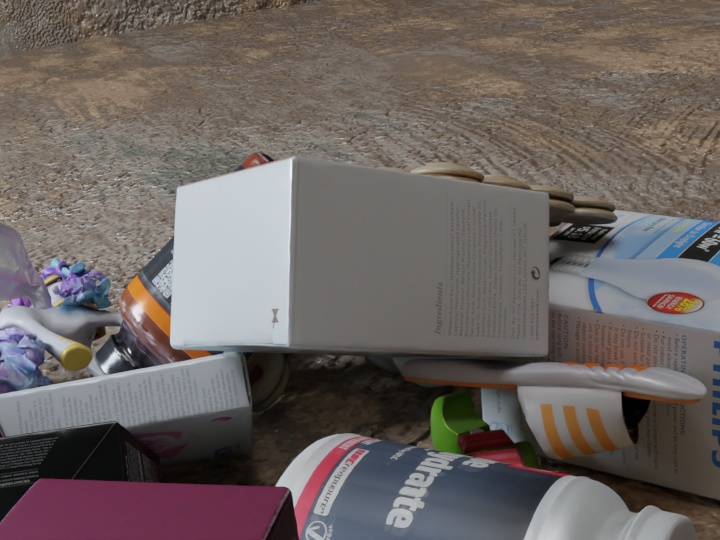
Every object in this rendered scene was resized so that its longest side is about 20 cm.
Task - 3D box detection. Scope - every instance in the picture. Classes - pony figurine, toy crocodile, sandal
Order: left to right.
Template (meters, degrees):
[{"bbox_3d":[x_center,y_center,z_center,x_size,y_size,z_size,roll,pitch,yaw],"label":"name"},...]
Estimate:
[{"bbox_3d":[-0.276,0.050,0.995,0.191,0.168,0.200,0,24,-34],"label":"pony figurine"},{"bbox_3d":[0.088,0.141,0.759,0.067,0.063,0.200,-8,22,-6],"label":"toy crocodile"},{"bbox_3d":[0.120,0.088,0.767,0.205,0.060,0.079,0,-3,34],"label":"sandal"}]

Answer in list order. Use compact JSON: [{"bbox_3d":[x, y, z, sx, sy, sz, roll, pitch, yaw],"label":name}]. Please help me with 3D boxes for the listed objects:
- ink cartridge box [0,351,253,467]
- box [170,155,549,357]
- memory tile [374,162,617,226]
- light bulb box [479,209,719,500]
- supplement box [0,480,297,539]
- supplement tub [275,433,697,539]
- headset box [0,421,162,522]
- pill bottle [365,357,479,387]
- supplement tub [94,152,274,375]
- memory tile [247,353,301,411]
[{"bbox_3d":[-0.170,0.108,0.800,0.197,0.044,0.197,-10,-15,-7],"label":"ink cartridge box"},{"bbox_3d":[0.000,0.000,0.771,0.198,0.108,0.152,5,-6,-35],"label":"box"},{"bbox_3d":[0.075,-0.052,0.873,0.198,0.017,0.152,8,-7,-43],"label":"memory tile"},{"bbox_3d":[0.217,0.050,0.872,0.198,0.126,0.198,9,25,34],"label":"light bulb box"},{"bbox_3d":[-0.075,0.189,0.464,0.109,0.202,0.086,0,24,15],"label":"supplement box"},{"bbox_3d":[0.056,0.165,0.599,0.198,0.142,0.140,6,24,28],"label":"supplement tub"},{"bbox_3d":[-0.193,0.146,0.698,0.147,0.076,0.200,-8,-14,-4],"label":"headset box"},{"bbox_3d":[0.025,0.017,1.018,0.113,0.116,0.200,-14,23,-21],"label":"pill bottle"},{"bbox_3d":[-0.108,0.015,0.910,0.200,0.107,0.107,-46,27,0],"label":"supplement tub"},{"bbox_3d":[-0.079,0.021,1.014,0.154,0.017,0.200,-55,30,-1],"label":"memory tile"}]
